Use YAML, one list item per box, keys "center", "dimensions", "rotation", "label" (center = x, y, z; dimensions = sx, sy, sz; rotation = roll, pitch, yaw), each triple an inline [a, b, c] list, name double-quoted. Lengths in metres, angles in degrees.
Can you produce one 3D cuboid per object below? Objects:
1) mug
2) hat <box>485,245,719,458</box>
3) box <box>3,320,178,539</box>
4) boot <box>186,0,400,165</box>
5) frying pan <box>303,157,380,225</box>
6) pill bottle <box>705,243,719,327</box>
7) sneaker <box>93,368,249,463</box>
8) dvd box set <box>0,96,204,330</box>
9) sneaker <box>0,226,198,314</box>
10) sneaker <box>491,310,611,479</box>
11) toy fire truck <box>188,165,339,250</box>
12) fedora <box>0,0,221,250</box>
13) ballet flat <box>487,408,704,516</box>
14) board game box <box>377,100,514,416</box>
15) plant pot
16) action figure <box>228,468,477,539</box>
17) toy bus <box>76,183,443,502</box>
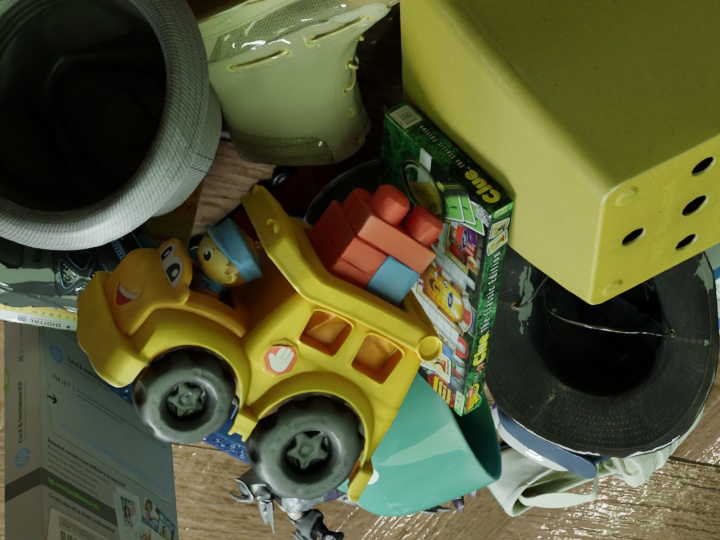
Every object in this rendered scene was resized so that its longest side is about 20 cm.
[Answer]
- center: [0.018, 0.092, 1.393]
  dimensions: [0.114, 0.153, 0.186]
  rotation: [-23, 118, 13]
  label: "mug"
- center: [0.170, 0.024, 1.307]
  dimensions: [0.200, 0.201, 0.081]
  rotation: [-43, 175, 30]
  label: "hat"
- center: [-0.189, 0.143, 1.337]
  dimensions: [0.041, 0.202, 0.156]
  rotation: [-25, 141, 22]
  label: "box"
- center: [-0.008, -0.143, 1.159]
  dimensions: [0.198, 0.073, 0.156]
  rotation: [-18, 140, 7]
  label: "boot"
- center: [-0.010, -0.008, 1.279]
  dimensions: [0.190, 0.031, 0.115]
  rotation: [-39, 134, 21]
  label: "frying pan"
- center: [0.262, -0.018, 1.363]
  dimensions: [0.199, 0.113, 0.112]
  rotation: [-30, 139, 20]
  label: "pill bottle"
- center: [-0.112, 0.080, 1.389]
  dimensions: [0.070, 0.079, 0.200]
  rotation: [3, 157, 43]
  label: "sneaker"
- center: [-0.183, -0.035, 1.247]
  dimensions: [0.145, 0.030, 0.201]
  rotation: [9, 137, -10]
  label: "dvd box set"
- center: [-0.185, -0.012, 1.209]
  dimensions: [0.199, 0.073, 0.082]
  rotation: [23, 114, -28]
  label: "sneaker"
- center: [0.121, 0.078, 1.439]
  dimensions: [0.200, 0.081, 0.146]
  rotation: [39, 139, -12]
  label: "sneaker"
- center: [-0.020, -0.015, 1.326]
  dimensions: [0.200, 0.049, 0.141]
  rotation: [-38, 136, 25]
  label: "toy fire truck"
- center: [-0.158, -0.097, 1.101]
  dimensions: [0.090, 0.199, 0.178]
  rotation: [21, 90, -62]
  label: "fedora"
- center: [0.204, 0.162, 1.594]
  dimensions: [0.198, 0.070, 0.070]
  rotation: [-18, 141, 3]
  label: "ballet flat"
- center: [0.047, -0.004, 1.198]
  dimensions: [0.023, 0.105, 0.201]
  rotation: [-27, 146, -24]
  label: "board game box"
- center: [0.151, -0.103, 1.116]
  dimensions: [0.199, 0.177, 0.201]
  rotation: [-25, 153, -11]
  label: "plant pot"
- center: [-0.009, 0.173, 1.539]
  dimensions: [0.198, 0.070, 0.131]
  rotation: [-3, 144, -10]
  label: "action figure"
- center: [-0.047, 0.018, 1.146]
  dimensions: [0.199, 0.136, 0.193]
  rotation: [27, 108, -26]
  label: "toy bus"
